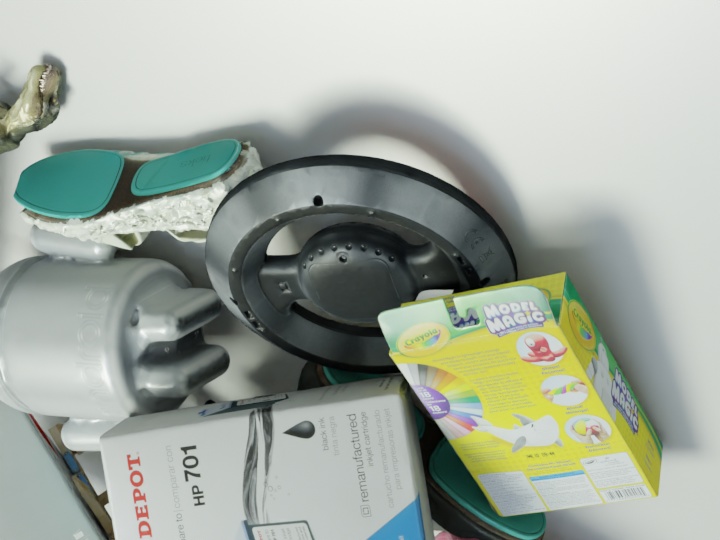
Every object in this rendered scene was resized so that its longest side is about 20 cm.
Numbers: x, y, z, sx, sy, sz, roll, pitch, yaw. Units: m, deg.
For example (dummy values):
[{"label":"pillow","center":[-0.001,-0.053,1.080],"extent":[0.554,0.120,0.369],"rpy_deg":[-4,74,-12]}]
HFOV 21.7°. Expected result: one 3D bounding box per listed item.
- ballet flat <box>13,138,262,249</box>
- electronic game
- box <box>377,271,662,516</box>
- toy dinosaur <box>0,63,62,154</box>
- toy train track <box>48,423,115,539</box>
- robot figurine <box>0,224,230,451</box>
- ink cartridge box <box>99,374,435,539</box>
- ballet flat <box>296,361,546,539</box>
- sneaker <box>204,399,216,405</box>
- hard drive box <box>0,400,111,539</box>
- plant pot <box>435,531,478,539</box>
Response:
[{"label":"ballet flat","center":[-0.142,-0.041,1.235],"extent":[0.199,0.072,0.072],"rpy_deg":[-2,128,34]},{"label":"electronic game","center":[0.000,0.000,1.185],"extent":[0.199,0.042,0.201],"rpy_deg":[7,140,6]},{"label":"box","center":[0.101,0.074,1.175],"extent":[0.117,0.049,0.200],"rpy_deg":[-11,135,26]},{"label":"toy dinosaur","center":[-0.282,-0.091,1.275],"extent":[0.088,0.048,0.200],"rpy_deg":[16,153,-39]},{"label":"toy train track","center":[-0.191,0.170,1.428],"extent":[0.200,0.032,0.115],"rpy_deg":[45,165,53]},{"label":"robot figurine","center":[-0.190,0.046,1.314],"extent":[0.199,0.113,0.171],"rpy_deg":[1,103,31]},{"label":"ink cartridge box","center":[-0.056,0.158,1.221],"extent":[0.199,0.086,0.147],"rpy_deg":[-9,94,5]},{"label":"ballet flat","center":[0.037,0.132,1.291],"extent":[0.200,0.068,0.068],"rpy_deg":[41,129,5]},{"label":"sneaker","center":[-0.066,0.137,1.316],"extent":[0.073,0.199,0.113],"rpy_deg":[159,95,-73]},{"label":"hard drive box","center":[-0.228,0.207,1.397],"extent":[0.200,0.077,0.156],"rpy_deg":[53,171,26]},{"label":"plant pot","center":[0.113,0.303,1.330],"extent":[0.178,0.201,0.200],"rpy_deg":[18,139,-7]}]
